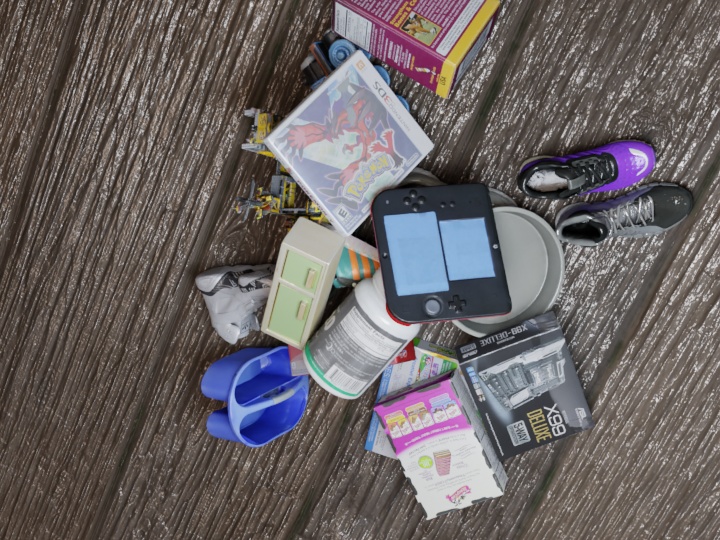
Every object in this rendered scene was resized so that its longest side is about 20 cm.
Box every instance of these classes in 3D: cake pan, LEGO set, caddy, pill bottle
[{"bbox_3d":[0.201,0.001,1.666,0.200,0.037,0.200,-4,105,-14],"label":"cake pan"},{"bbox_3d":[-0.104,-0.158,1.640,0.154,0.116,0.200,11,90,37],"label":"LEGO set"},{"bbox_3d":[-0.159,0.198,1.803,0.105,0.200,0.142,0,103,34],"label":"caddy"},{"bbox_3d":[0.015,0.084,1.652,0.113,0.113,0.200,42,112,3],"label":"pill bottle"}]

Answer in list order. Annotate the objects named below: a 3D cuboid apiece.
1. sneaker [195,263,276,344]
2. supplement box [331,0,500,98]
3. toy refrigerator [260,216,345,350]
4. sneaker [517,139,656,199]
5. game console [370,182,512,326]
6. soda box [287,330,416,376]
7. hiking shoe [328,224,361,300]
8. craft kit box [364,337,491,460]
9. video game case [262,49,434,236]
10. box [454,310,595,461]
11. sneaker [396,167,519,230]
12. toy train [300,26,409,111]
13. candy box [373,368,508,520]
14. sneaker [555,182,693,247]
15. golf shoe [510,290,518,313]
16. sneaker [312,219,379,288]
[{"bbox_3d":[-0.175,0.053,1.815,0.200,0.075,0.115,0,109,39],"label":"sneaker"},{"bbox_3d":[0.076,-0.358,1.604,0.200,0.103,0.131,33,73,7],"label":"supplement box"},{"bbox_3d":[-0.087,0.024,1.656,0.076,0.070,0.200,26,136,6],"label":"toy refrigerator"},{"bbox_3d":[0.319,-0.134,1.615,0.200,0.100,0.070,-10,103,20],"label":"sneaker"},{"bbox_3d":[0.110,-0.024,1.576,0.177,0.031,0.200,-6,72,-7],"label":"game console"},{"bbox_3d":[-0.016,0.121,1.775,0.200,0.063,0.070,-10,86,33],"label":"soda box"},{"bbox_3d":[-0.053,-0.033,1.755,0.076,0.101,0.200,16,108,12],"label":"hiking shoe"},{"bbox_3d":[0.123,0.220,1.798,0.197,0.049,0.200,19,108,14],"label":"craft kit box"},{"bbox_3d":[-0.012,-0.180,1.600,0.200,0.023,0.182,-47,109,-20],"label":"video game case"},{"bbox_3d":[0.246,0.175,1.690,0.158,0.050,0.200,-20,119,6],"label":"box"},{"bbox_3d":[0.136,-0.094,1.686,0.200,0.092,0.076,16,107,10],"label":"sneaker"},{"bbox_3d":[-0.013,-0.262,1.696,0.114,0.087,0.200,-31,93,27],"label":"toy train"},{"bbox_3d":[0.126,0.269,1.755,0.136,0.061,0.200,-22,96,20],"label":"candy box"},{"bbox_3d":[0.371,-0.068,1.609,0.200,0.115,0.075,-14,99,20],"label":"sneaker"},{"bbox_3d":[0.145,0.015,1.712,0.200,0.094,0.078,32,109,5],"label":"golf shoe"},{"bbox_3d":[0.000,0.000,1.706,0.200,0.071,0.080,27,88,-6],"label":"sneaker"}]
